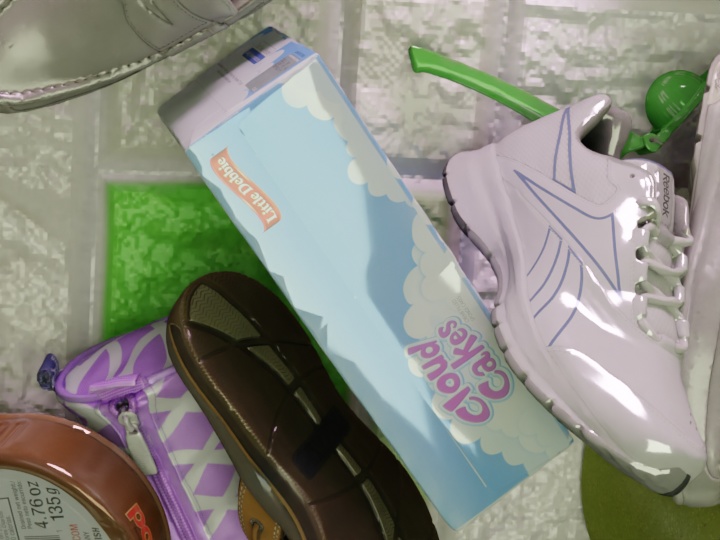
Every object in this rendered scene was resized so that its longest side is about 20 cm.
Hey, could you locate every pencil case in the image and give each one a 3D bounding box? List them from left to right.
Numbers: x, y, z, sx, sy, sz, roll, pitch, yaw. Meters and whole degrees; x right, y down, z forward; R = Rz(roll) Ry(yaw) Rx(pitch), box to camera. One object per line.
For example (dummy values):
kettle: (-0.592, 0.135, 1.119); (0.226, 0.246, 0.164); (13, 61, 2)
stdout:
pencil case: (-0.065, 0.115, 0.756); (0.084, 0.086, 0.201); (-22, 108, 4)

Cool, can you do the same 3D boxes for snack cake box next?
snack cake box: (0.000, 0.000, 0.723); (0.067, 0.115, 0.200); (-36, 108, -3)

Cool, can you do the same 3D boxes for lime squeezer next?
lime squeezer: (0.125, -0.086, 0.776); (0.199, 0.038, 0.071); (-13, 75, -7)

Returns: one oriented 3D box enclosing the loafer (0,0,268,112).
loafer: (-0.076, -0.128, 0.691); (0.199, 0.070, 0.070); (-33, 108, -2)

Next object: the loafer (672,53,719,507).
loafer: (0.167, 0.003, 0.715); (0.069, 0.070, 0.201); (10, 82, 11)

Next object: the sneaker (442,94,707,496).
sneaker: (0.096, 0.001, 0.681); (0.087, 0.201, 0.074); (-36, 136, 18)

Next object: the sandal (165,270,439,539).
sandal: (-0.027, 0.095, 0.713); (0.054, 0.082, 0.200); (-27, 101, 39)

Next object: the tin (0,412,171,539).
tin: (-0.179, 0.118, 0.718); (0.199, 0.042, 0.113); (-4, 107, 16)

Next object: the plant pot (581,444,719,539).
plant pot: (0.218, 0.123, 0.755); (0.186, 0.200, 0.188); (-3, 105, -10)
